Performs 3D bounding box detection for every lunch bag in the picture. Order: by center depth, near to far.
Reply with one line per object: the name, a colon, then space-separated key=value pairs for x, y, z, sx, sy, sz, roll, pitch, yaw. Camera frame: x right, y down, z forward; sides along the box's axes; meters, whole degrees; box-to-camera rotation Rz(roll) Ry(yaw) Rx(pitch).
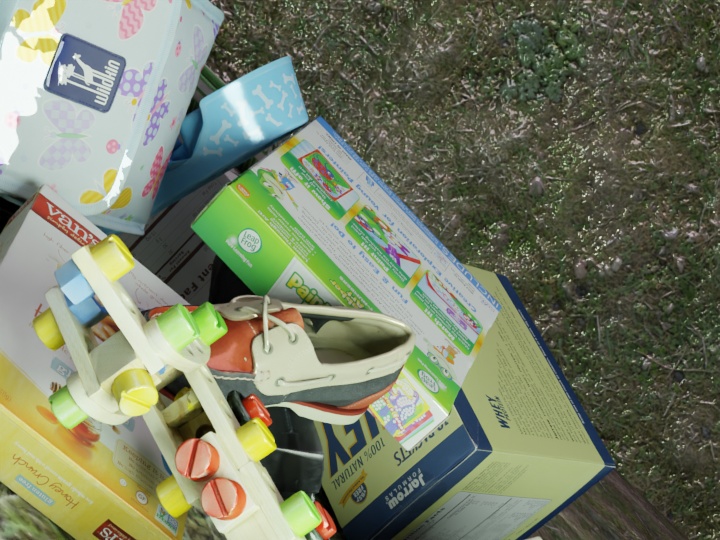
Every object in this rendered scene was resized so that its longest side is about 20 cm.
lunch bag: x=-0.178 y=-0.121 z=0.874 sx=0.126 sy=0.171 sz=0.200 roll=21 pitch=-2 yaw=14

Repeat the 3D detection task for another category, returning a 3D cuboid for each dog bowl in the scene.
dog bowl: x=-0.125 y=-0.085 z=1.025 sx=0.050 sy=0.198 sz=0.111 roll=60 pitch=9 yaw=-5

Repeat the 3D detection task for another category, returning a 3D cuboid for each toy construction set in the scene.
toy construction set: x=-0.075 y=0.091 z=0.624 sx=0.131 sy=0.091 sz=0.202 roll=49 pitch=22 yaw=-68

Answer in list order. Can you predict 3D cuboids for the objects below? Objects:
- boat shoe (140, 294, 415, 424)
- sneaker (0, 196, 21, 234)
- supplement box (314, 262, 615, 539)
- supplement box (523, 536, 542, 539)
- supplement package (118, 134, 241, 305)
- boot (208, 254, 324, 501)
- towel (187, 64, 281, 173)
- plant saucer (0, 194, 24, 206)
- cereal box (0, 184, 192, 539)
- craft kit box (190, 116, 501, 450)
boat shoe: x=-0.048 y=0.044 z=0.781 sx=0.199 sy=0.063 sz=0.072 roll=13 pitch=40 yaw=-47
sneaker: x=-0.177 y=0.018 z=0.857 sx=0.200 sy=0.060 sz=0.104 roll=42 pitch=5 yaw=19
supplement box: x=0.059 y=0.105 z=1.108 sx=0.199 sy=0.134 sz=0.201 roll=14 pitch=40 yaw=-50
supplement box: x=0.106 y=0.259 z=0.818 sx=0.125 sy=0.074 sz=0.200 roll=-3 pitch=39 yaw=-39
supplement package: x=-0.157 y=-0.055 z=1.168 sx=0.200 sy=0.117 sz=0.117 roll=46 pitch=4 yaw=10
boot: x=-0.063 y=0.103 z=0.915 sx=0.201 sy=0.065 sz=0.166 roll=-110 pitch=-165 yaw=-48
towel: x=-0.129 y=-0.107 z=1.261 sx=0.152 sy=0.023 sz=0.201 roll=43 pitch=-25 yaw=16
plant saucer: x=-0.262 y=-0.071 z=1.018 sx=0.200 sy=0.027 sz=0.200 roll=45 pitch=5 yaw=-5
cereal box: x=-0.143 y=0.050 z=0.736 sx=0.144 sy=0.039 sz=0.201 roll=42 pitch=22 yaw=-19
craft kit box: x=0.000 y=0.000 z=0.954 sx=0.200 sy=0.048 sz=0.198 roll=46 pitch=22 yaw=-2
